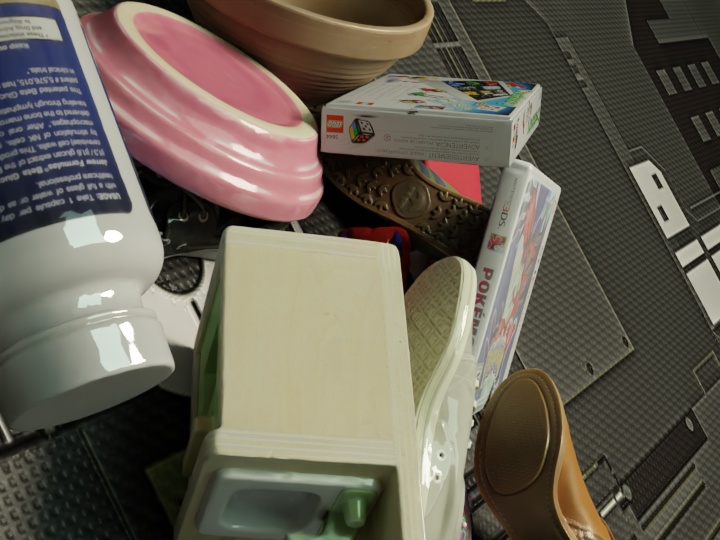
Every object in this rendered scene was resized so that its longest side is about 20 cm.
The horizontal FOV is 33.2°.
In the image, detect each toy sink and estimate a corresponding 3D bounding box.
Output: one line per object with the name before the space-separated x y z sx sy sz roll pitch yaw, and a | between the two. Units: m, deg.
toy sink | -0.041 0.096 0.674 0.111 0.131 0.201 6 54 -13

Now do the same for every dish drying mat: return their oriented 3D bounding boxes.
dish drying mat | 0.083 -0.070 1.107 0.077 0.018 0.201 32 43 -35

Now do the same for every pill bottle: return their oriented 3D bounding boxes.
pill bottle | -0.161 -0.031 0.579 0.111 0.111 0.201 -5 68 -55

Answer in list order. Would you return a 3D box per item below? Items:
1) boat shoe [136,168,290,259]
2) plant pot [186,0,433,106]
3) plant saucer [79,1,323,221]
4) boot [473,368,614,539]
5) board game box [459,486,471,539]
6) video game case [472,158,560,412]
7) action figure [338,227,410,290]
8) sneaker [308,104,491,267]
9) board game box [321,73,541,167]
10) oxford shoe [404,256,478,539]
boat shoe | -0.111 -0.039 0.770 0.200 0.066 0.070 3 62 -53
plant pot | -0.052 -0.188 0.911 0.200 0.093 0.201 17 29 -10
plant saucer | -0.103 -0.111 0.782 0.200 0.051 0.201 31 20 -13
boot | 0.161 0.184 0.897 0.155 0.076 0.201 35 35 -45
board game box | 0.028 0.161 0.793 0.200 0.039 0.159 23 62 -45
video game case | 0.107 0.016 0.900 0.200 0.023 0.183 2 104 -75
action figure | 0.000 0.000 0.870 0.200 0.065 0.052 -53 139 -73
sneaker | 0.031 -0.063 0.994 0.200 0.067 0.090 37 -7 0
board game box | 0.058 -0.111 0.863 0.200 0.125 0.035 -46 141 -70
oxford shoe | 0.045 0.088 0.760 0.058 0.075 0.201 24 65 -31
